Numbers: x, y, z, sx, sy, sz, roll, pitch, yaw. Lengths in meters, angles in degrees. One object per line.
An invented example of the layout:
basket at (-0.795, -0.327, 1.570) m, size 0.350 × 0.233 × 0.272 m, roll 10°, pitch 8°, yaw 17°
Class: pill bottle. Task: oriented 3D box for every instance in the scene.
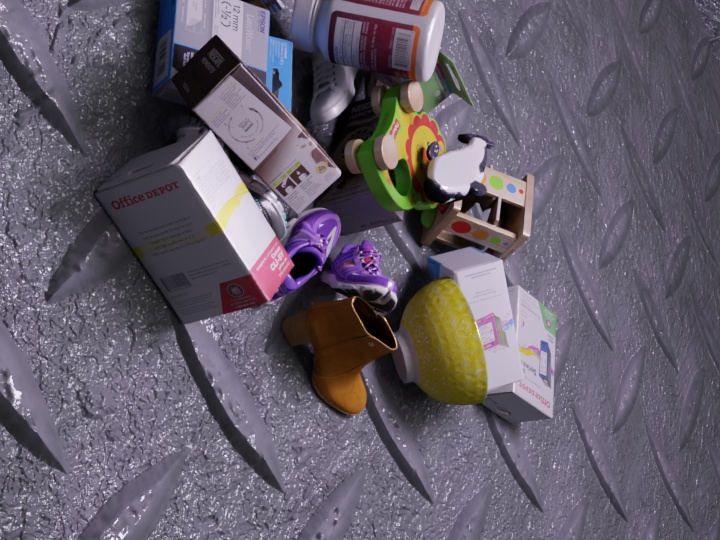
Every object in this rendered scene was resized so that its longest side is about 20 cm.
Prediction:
pill bottle at (0.010, -0.339, 1.559) m, size 0.114 × 0.199 × 0.115 m, roll 14°, pitch 90°, yaw -80°

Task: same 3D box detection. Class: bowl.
bowl at (0.107, 0.119, 1.687) m, size 0.107 × 0.200 × 0.201 m, roll -15°, pitch 92°, yaw -12°

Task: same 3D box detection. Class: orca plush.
orca plush at (0.130, -0.141, 1.629) m, size 0.105 × 0.071 × 0.200 m, roll 31°, pitch 37°, yaw -9°

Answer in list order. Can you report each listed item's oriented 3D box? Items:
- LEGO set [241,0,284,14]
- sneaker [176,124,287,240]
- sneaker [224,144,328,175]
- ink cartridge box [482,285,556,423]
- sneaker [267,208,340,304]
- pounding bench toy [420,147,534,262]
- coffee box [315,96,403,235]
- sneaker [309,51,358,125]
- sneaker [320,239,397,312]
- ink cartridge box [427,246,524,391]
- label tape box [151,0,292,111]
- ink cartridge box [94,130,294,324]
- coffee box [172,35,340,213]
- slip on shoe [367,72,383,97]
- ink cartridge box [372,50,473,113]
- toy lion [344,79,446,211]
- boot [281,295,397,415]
LEGO set at (-0.144, -0.434, 1.531) m, size 0.154 × 0.115 × 0.200 m, roll 58°, pitch 39°, yaw -24°
sneaker at (-0.179, -0.090, 1.427) m, size 0.200 × 0.077 × 0.092 m, roll 44°, pitch 55°, yaw -27°
sneaker at (-0.115, -0.177, 1.534) m, size 0.200 × 0.076 × 0.091 m, roll 1°, pitch 72°, yaw -55°
ink cartridge box at (0.271, 0.148, 1.939) m, size 0.145 × 0.087 × 0.201 m, roll 35°, pitch 55°, yaw -44°
sneaker at (-0.071, -0.020, 1.517) m, size 0.081 × 0.083 × 0.200 m, roll 61°, pitch 38°, yaw -20°
pounding bench toy at (0.171, -0.084, 1.858) m, size 0.155 × 0.200 × 0.125 m, roll 19°, pitch 57°, yaw -14°
coffee box at (0.016, -0.164, 1.669) m, size 0.080 × 0.113 × 0.201 m, roll 43°, pitch 47°, yaw -38°
sneaker at (-0.053, -0.296, 1.661) m, size 0.085 × 0.073 × 0.201 m, roll 49°, pitch 33°, yaw -29°
sneaker at (0.000, 0.000, 1.535) m, size 0.080 × 0.200 × 0.084 m, roll 26°, pitch 91°, yaw -23°
ink cartridge box at (0.181, 0.076, 1.759) m, size 0.084 × 0.145 × 0.201 m, roll -14°, pitch 103°, yaw -11°
label tape box at (-0.165, -0.276, 1.450) m, size 0.199 × 0.066 × 0.144 m, roll 12°, pitch 68°, yaw -29°
ink cartridge box at (-0.194, -0.049, 1.318) m, size 0.201 × 0.145 × 0.084 m, roll 59°, pitch 39°, yaw -23°
coffee box at (-0.126, -0.177, 1.357) m, size 0.200 × 0.080 × 0.113 m, roll 45°, pitch 5°, yaw -36°
slip on shoe at (0.057, -0.313, 1.815) m, size 0.076 × 0.060 × 0.201 m, roll 22°, pitch 62°, yaw -49°
ink cartridge box at (0.078, -0.306, 1.686) m, size 0.059 × 0.200 × 0.104 m, roll -39°, pitch 137°, yaw -7°
toy lion at (0.068, -0.159, 1.598) m, size 0.192 × 0.068 × 0.201 m, roll 60°, pitch 38°, yaw -35°
boot at (-0.005, 0.121, 1.522) m, size 0.202 × 0.143 × 0.071 m, roll 54°, pitch 43°, yaw -29°
